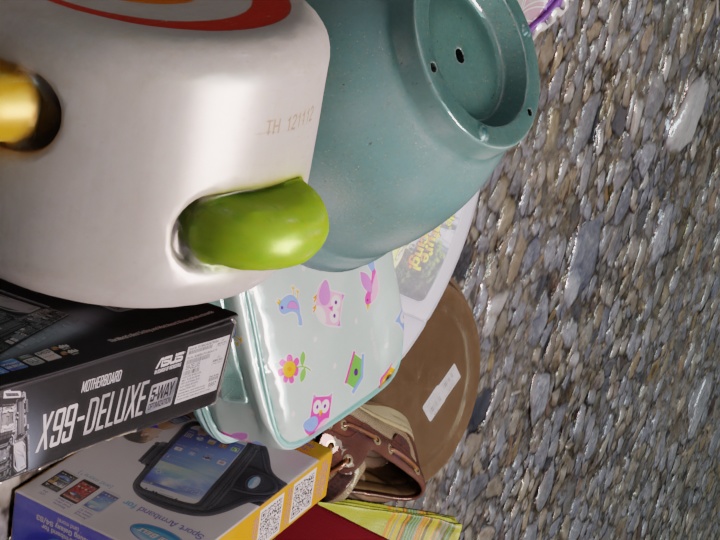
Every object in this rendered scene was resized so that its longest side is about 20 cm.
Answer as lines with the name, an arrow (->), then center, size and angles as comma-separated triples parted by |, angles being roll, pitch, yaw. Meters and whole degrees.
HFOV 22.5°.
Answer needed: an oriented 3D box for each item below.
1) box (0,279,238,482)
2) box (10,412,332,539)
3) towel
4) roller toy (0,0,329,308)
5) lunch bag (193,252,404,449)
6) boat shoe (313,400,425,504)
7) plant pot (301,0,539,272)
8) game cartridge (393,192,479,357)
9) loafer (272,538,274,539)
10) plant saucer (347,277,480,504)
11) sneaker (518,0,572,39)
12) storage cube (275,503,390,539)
box -> -0.174, 0.030, 0.825 | 0.200, 0.157, 0.050 | -15, 124, -62
box -> -0.117, 0.139, 1.095 | 0.200, 0.119, 0.042 | -30, 136, -57
towel -> -0.009, 0.222, 1.411 | 0.199, 0.018, 0.087 | 14, 94, -37
roller toy -> -0.112, -0.080, 0.841 | 0.183, 0.199, 0.140 | -104, -156, -65
lunch bag -> -0.052, 0.001, 1.121 | 0.160, 0.077, 0.201 | -32, 118, -46
boat shoe -> -0.023, 0.129, 1.288 | 0.072, 0.072, 0.200 | -40, 145, 21
plant pot -> 0.018, -0.111, 1.045 | 0.200, 0.134, 0.201 | 22, 61, -47
game cartridge -> 0.014, -0.040, 1.252 | 0.133, 0.041, 0.201 | 21, 88, -36
loafer -> -0.150, 0.195, 1.119 | 0.199, 0.071, 0.073 | -21, 132, -32
plant saucer -> 0.034, 0.088, 1.430 | 0.200, 0.029, 0.201 | -16, 111, -48
sneaker -> 0.100, -0.207, 1.344 | 0.201, 0.080, 0.089 | -60, 148, -17
storage cube -> -0.053, 0.273, 1.200 | 0.200, 0.179, 0.172 | -49, 151, -36
